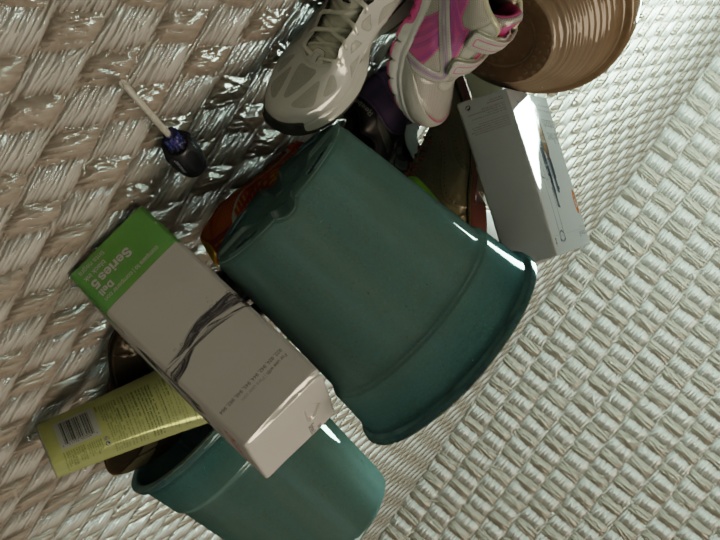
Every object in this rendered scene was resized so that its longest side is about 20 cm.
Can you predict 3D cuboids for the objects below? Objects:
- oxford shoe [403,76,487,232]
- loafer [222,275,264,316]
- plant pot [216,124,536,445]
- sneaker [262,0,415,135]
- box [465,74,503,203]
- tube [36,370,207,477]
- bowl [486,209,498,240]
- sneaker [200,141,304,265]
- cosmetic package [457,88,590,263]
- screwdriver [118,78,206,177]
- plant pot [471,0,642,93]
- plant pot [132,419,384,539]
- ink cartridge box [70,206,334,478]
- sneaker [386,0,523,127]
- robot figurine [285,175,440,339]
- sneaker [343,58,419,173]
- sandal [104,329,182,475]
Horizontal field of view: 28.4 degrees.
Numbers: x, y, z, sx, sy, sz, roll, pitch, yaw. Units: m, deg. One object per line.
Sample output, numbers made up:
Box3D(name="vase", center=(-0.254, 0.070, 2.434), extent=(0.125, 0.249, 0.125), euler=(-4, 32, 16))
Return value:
Box3D(name="oxford shoe", center=(0.076, -0.105, 1.349), extent=(0.070, 0.074, 0.201), euler=(-105, -171, -81))
Box3D(name="loafer", center=(-0.121, 0.045, 1.388), extent=(0.201, 0.070, 0.068), euler=(-48, 165, -13))
Box3D(name="plant pot", center=(0.003, 0.000, 1.144), extent=(0.200, 0.196, 0.200), euler=(-45, -166, 14))
Box3D(name="sneaker", center=(-0.020, -0.208, 1.121), extent=(0.201, 0.075, 0.116), euler=(-55, 159, -20))
Box3D(name="box", center=(0.111, -0.168, 1.428), extent=(0.082, 0.068, 0.201), euler=(-19, 119, -78))
Box3D(name="tube", center=(-0.185, 0.123, 1.261), extent=(0.199, 0.052, 0.058), euler=(-23, 137, -12))
Box3D(name="bowl", center=(0.074, 0.015, 1.497), extent=(0.200, 0.075, 0.199), euler=(-37, 151, 32))
Box3D(name="sneaker", center=(-0.080, -0.065, 1.296), extent=(0.077, 0.073, 0.200), euler=(-30, -179, 35))
Box3D(name="cosmetic package", center=(0.153, -0.084, 1.300), extent=(0.051, 0.152, 0.200), euler=(-15, 180, 18))
Box3D(name="screwdriver", center=(-0.142, -0.102, 1.034), extent=(0.028, 0.029, 0.200), euler=(-51, 171, -5))
Box3D(name="plant pot", center=(0.135, -0.229, 1.228), extent=(0.093, 0.200, 0.201), euler=(-54, 172, -44))
Box3D(name="plant pot", center=(-0.092, 0.203, 1.446), extent=(0.200, 0.196, 0.200), euler=(-44, -165, 15))
Box3D(name="ink cartridge box", center=(-0.123, 0.061, 1.148), extent=(0.084, 0.200, 0.146), euler=(-45, 164, -10))
Box3D(name="sneaker", center=(0.083, -0.197, 1.157), extent=(0.081, 0.088, 0.201), euler=(-46, 155, -46))
Box3D(name="robot figurine", center=(0.000, 0.000, 1.321), extent=(0.200, 0.116, 0.175), euler=(-43, -179, 39))
Box3D(name="sneaker", center=(0.011, -0.120, 1.420), extent=(0.088, 0.076, 0.200), euler=(-41, 153, -23))
Box3D(name="sandal", center=(-0.208, 0.110, 1.315), extent=(0.081, 0.055, 0.201), euler=(-17, 135, -21))
